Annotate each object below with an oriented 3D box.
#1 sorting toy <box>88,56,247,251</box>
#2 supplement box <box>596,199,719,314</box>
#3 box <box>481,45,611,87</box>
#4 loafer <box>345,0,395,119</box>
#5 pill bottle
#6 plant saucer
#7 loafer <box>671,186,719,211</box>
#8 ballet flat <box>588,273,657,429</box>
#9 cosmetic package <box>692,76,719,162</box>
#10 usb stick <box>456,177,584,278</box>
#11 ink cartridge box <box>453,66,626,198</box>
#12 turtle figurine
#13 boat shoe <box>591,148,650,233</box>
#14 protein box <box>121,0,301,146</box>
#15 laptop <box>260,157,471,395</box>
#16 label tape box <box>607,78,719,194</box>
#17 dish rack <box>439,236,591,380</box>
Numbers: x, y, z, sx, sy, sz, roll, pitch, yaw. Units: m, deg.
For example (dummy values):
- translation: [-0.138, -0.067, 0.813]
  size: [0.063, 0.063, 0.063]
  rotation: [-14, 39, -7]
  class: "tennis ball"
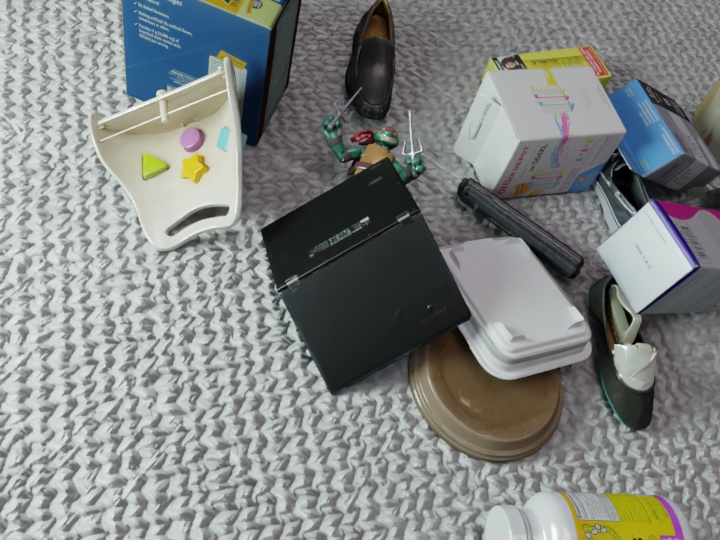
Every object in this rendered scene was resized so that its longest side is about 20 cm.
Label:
- translation: [-0.210, -0.125, 0.935]
  size: [0.195, 0.107, 0.185]
  rotation: [-17, 73, 15]
  class: "sorting toy"
- translation: [0.412, -0.014, 0.990]
  size: [0.196, 0.104, 0.103]
  rotation: [2, 53, -40]
  class: "supplement box"
- translation: [0.293, -0.303, 1.216]
  size: [0.195, 0.051, 0.077]
  rotation: [-11, 60, -21]
  class: "box"
- translation: [0.018, -0.311, 1.126]
  size: [0.071, 0.073, 0.204]
  rotation: [5, 57, -12]
  class: "loafer"
- translation: [0.231, 0.282, 0.789]
  size: [0.194, 0.105, 0.107]
  rotation: [5, 56, -11]
  class: "pill bottle"
- translation: [0.153, 0.125, 0.917]
  size: [0.194, 0.030, 0.204]
  rotation: [7, 56, -10]
  class: "plant saucer"
- translation: [0.492, -0.085, 1.120]
  size: [0.195, 0.073, 0.073]
  rotation: [-2, 50, -29]
  class: "loafer"
- translation: [0.327, 0.092, 0.959]
  size: [0.066, 0.069, 0.204]
  rotation: [2, 58, -14]
  class: "ballet flat"
- translation: [0.593, -0.273, 1.185]
  size: [0.070, 0.202, 0.107]
  rotation: [22, 53, 3]
  class: "cosmetic package"
- translation: [0.214, -0.058, 1.038]
  size: [0.198, 0.055, 0.033]
  rotation: [38, 91, 11]
  class: "usb stick"
- translation: [0.240, -0.191, 1.084]
  size: [0.195, 0.130, 0.128]
  rotation: [-8, 60, -18]
  class: "ink cartridge box"
- translation: [0.016, -0.131, 1.003]
  size: [0.146, 0.101, 0.204]
  rotation: [13, 71, 16]
  class: "turtle figurine"
- translation: [0.372, -0.139, 1.120]
  size: [0.070, 0.068, 0.204]
  rotation: [-1, 58, -15]
  class: "boat shoe"
- translation: [-0.191, -0.308, 1.000]
  size: [0.194, 0.202, 0.137]
  rotation: [21, 54, 0]
  class: "protein box"
- translation: [0.000, 0.000, 0.911]
  size: [0.184, 0.117, 0.202]
  rotation: [-28, 39, 3]
  class: "laptop"
- translation: [0.433, -0.200, 1.132]
  size: [0.197, 0.066, 0.146]
  rotation: [11, 50, -44]
  class: "label tape box"
- translation: [0.184, 0.031, 0.946]
  size: [0.168, 0.044, 0.202]
  rotation: [-9, 49, -28]
  class: "dish rack"
